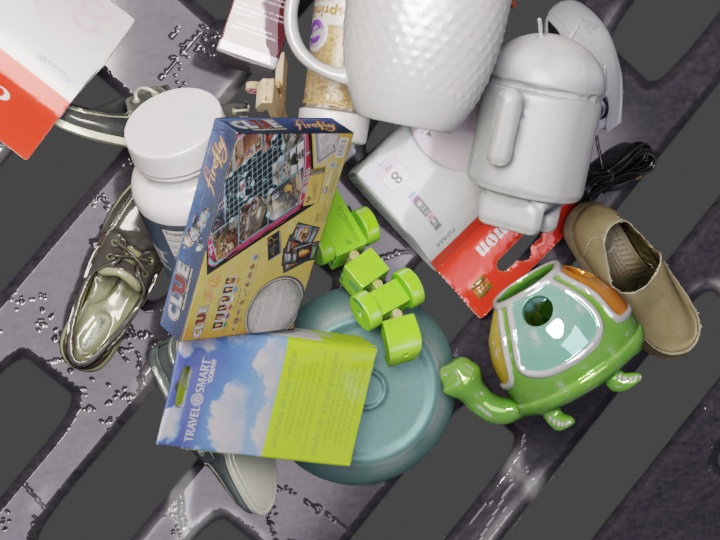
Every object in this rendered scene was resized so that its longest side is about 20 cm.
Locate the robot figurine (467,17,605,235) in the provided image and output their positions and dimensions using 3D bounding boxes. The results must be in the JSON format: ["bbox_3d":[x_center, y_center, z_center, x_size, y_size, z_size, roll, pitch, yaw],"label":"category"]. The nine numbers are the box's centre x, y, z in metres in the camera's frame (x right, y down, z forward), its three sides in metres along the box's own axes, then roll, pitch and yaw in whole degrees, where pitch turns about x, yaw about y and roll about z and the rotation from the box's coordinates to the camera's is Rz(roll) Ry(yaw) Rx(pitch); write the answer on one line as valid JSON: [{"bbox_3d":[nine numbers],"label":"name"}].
[{"bbox_3d":[0.166,-0.136,1.597,0.113,0.170,0.201,16,102,24],"label":"robot figurine"}]

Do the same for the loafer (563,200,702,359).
[{"bbox_3d":[0.279,0.016,1.707,0.076,0.067,0.200,-45,109,-6],"label":"loafer"}]

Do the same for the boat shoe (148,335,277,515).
[{"bbox_3d":[-0.143,0.149,1.643,0.062,0.073,0.200,-15,107,32],"label":"boat shoe"}]

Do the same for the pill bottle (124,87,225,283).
[{"bbox_3d":[-0.142,-0.064,1.545,0.119,0.120,0.200,-28,136,-10],"label":"pill bottle"}]

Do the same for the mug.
[{"bbox_3d":[0.031,-0.222,1.520,0.199,0.148,0.176,10,96,-3],"label":"mug"}]

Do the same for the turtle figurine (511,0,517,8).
[{"bbox_3d":[0.084,-0.249,1.625,0.199,0.064,0.162,3,76,2],"label":"turtle figurine"}]

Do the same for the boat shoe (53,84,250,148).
[{"bbox_3d":[-0.200,-0.144,1.598,0.199,0.072,0.068,7,97,-20],"label":"boat shoe"}]

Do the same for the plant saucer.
[{"bbox_3d":[0.003,0.116,1.675,0.199,0.036,0.201,-1,94,-12],"label":"plant saucer"}]

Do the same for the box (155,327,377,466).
[{"bbox_3d":[-0.092,0.112,1.584,0.200,0.048,0.122,9,99,-26],"label":"box"}]

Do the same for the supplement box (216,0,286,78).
[{"bbox_3d":[-0.079,-0.287,1.597,0.061,0.109,0.201,17,90,-5],"label":"supplement box"}]

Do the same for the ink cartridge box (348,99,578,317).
[{"bbox_3d":[0.113,-0.078,1.676,0.163,0.057,0.200,-44,96,-7],"label":"ink cartridge box"}]

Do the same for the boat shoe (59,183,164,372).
[{"bbox_3d":[-0.224,0.005,1.604,0.072,0.066,0.201,26,87,-12],"label":"boat shoe"}]

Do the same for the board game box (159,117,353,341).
[{"bbox_3d":[-0.092,-0.037,1.491,0.135,0.035,0.200,-4,121,-44],"label":"board game box"}]

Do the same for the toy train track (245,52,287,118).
[{"bbox_3d":[-0.082,-0.127,1.569,0.032,0.200,0.115,1,72,7],"label":"toy train track"}]

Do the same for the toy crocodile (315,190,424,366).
[{"bbox_3d":[0.000,0.000,1.642,0.067,0.062,0.200,-28,75,-22],"label":"toy crocodile"}]

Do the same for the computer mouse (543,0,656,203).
[{"bbox_3d":[0.234,-0.174,1.694,0.109,0.044,0.201,-19,96,-29],"label":"computer mouse"}]

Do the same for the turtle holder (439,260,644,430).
[{"bbox_3d":[0.181,0.073,1.671,0.185,0.141,0.132,-27,101,36],"label":"turtle holder"}]

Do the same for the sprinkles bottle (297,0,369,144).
[{"bbox_3d":[-0.015,-0.221,1.602,0.068,0.068,0.201,7,92,-12],"label":"sprinkles bottle"}]

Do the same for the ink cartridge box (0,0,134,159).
[{"bbox_3d":[-0.311,-0.214,1.523,0.162,0.200,0.057,38,126,-12],"label":"ink cartridge box"}]
